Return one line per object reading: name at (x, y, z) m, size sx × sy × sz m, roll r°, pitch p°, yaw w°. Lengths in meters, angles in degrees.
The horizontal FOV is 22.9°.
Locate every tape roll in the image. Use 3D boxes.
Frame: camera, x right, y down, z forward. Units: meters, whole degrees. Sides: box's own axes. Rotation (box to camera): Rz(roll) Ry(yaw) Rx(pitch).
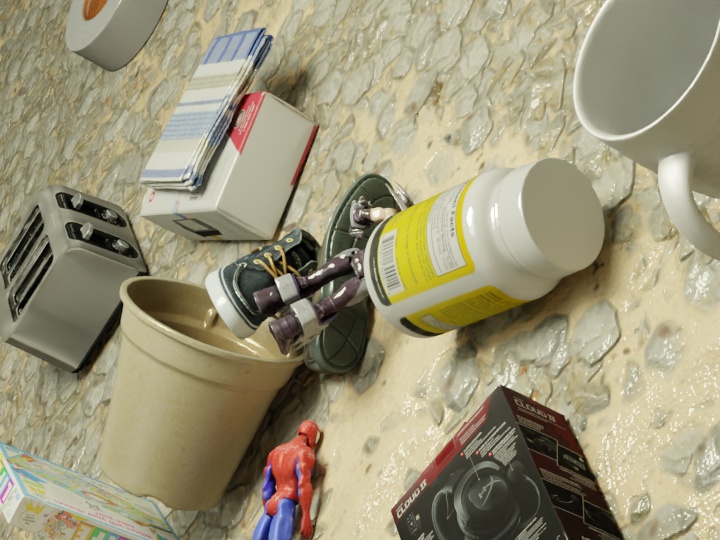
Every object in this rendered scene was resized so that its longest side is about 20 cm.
tape roll at (-0.345, -0.390, 2.543) m, size 0.200 × 0.066 × 0.202 m, roll -37°, pitch 40°, yaw 38°

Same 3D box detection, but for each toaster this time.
toaster at (-0.372, 0.013, 2.227) m, size 0.201 × 0.118 × 0.181 m, roll -55°, pitch 30°, yaw 16°

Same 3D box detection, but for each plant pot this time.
plant pot at (-0.172, 0.131, 1.775) m, size 0.200 × 0.199 × 0.185 m, roll 43°, pitch 116°, yaw 59°

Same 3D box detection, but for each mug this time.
mug at (0.259, -0.100, 1.249) m, size 0.147 × 0.174 × 0.202 m, roll -23°, pitch 49°, yaw 49°

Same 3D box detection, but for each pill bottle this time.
pill bottle at (0.104, -0.019, 1.498) m, size 0.199 × 0.114 × 0.115 m, roll -23°, pitch 49°, yaw 49°

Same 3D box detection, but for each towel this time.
towel at (-0.173, -0.178, 1.985) m, size 0.147 × 0.024 × 0.201 m, roll 4°, pitch 65°, yaw 61°

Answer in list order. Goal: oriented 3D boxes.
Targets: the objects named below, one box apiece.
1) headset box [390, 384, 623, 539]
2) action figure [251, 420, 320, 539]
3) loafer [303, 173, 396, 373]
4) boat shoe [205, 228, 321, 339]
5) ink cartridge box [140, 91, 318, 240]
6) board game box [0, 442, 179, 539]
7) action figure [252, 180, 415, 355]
headset box at (0.110, 0.200, 1.360) m, size 0.149 × 0.077 × 0.201 m, roll -51°, pitch 31°, yaw 21°
action figure at (-0.076, 0.232, 1.661) m, size 0.065 × 0.052 × 0.202 m, roll -11°, pitch 54°, yaw 48°
loafer at (-0.019, 0.003, 1.726) m, size 0.063 × 0.071 × 0.202 m, roll -15°, pitch 57°, yaw 60°
boat shoe at (-0.090, 0.005, 1.752) m, size 0.090 × 0.071 × 0.200 m, roll -33°, pitch 6°, yaw 11°
ink cartridge box at (-0.151, -0.114, 2.004) m, size 0.199 × 0.085 × 0.149 m, roll 1°, pitch 66°, yaw 60°
board game box at (-0.283, 0.248, 1.824) m, size 0.034 × 0.199 × 0.134 m, roll -60°, pitch 30°, yaw 5°
action figure at (0.000, 0.000, 1.643) m, size 0.199 × 0.069 × 0.131 m, roll -28°, pitch 61°, yaw 3°
